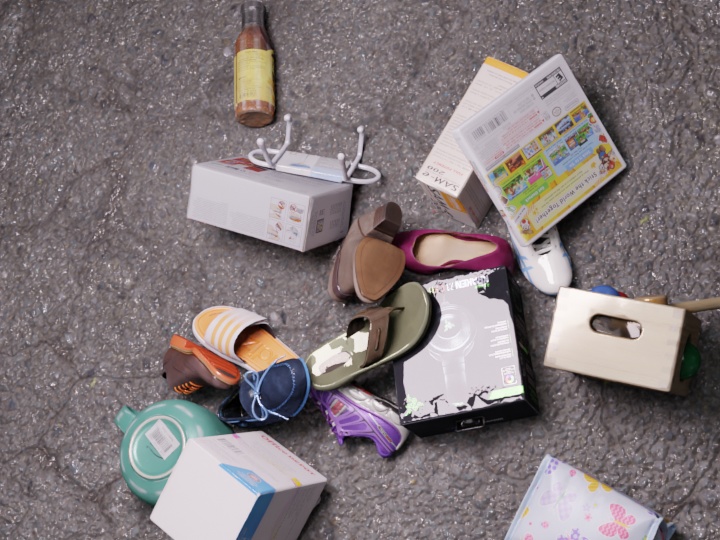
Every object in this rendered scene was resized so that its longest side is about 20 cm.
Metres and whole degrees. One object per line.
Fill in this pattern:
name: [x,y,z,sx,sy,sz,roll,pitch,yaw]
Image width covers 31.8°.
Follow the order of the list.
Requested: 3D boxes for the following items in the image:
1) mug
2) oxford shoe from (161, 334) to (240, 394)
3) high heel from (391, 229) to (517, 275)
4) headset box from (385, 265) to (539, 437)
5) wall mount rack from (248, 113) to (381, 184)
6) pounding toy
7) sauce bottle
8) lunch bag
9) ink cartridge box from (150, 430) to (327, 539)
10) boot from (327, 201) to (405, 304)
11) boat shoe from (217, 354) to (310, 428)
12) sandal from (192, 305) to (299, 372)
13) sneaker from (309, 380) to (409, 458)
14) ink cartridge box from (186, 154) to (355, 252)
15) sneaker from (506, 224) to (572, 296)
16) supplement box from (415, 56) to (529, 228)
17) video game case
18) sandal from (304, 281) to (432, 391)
mug: [-0.272,0.258,1.762,0.184,0.114,0.153,-4,70,18]
oxford shoe: [-0.227,0.148,1.777,0.073,0.071,0.200,-62,25,-5]
high heel: [0.116,-0.035,1.737,0.199,0.096,0.068,6,74,22]
headset box: [0.134,0.116,1.679,0.173,0.093,0.201,-12,68,16]
wall mount rack: [-0.070,-0.168,1.806,0.199,0.174,0.075,10,115,7]
pounding toy: [0.357,0.075,1.578,0.199,0.184,0.143,10,87,23]
sauce bottle: [-0.164,-0.323,1.961,0.066,0.066,0.201,-7,70,17]
lunch bag: [0.261,0.353,1.532,0.169,0.127,0.201,28,89,28]
ink cartridge box: [-0.151,0.301,1.668,0.128,0.200,0.126,33,102,26]
boot: [0.000,0.000,1.733,0.070,0.146,0.201,31,46,-12]
boat shoe: [-0.133,0.178,1.708,0.200,0.068,0.085,-46,52,49]
sandal: [-0.151,0.099,1.797,0.206,0.059,0.079,30,61,23]
sneaker: [-0.029,0.187,1.716,0.199,0.081,0.084,30,93,18]
ink cartridge box: [-0.119,-0.103,1.838,0.199,0.175,0.084,16,108,24]
sneaker: [0.234,-0.059,1.718,0.071,0.072,0.201,-21,67,10]
supplement box: [0.168,-0.175,1.753,0.073,0.126,0.201,27,81,25]
video game case: [0.241,-0.161,1.685,0.200,0.023,0.183,-37,101,-22]
sandal: [0.009,0.089,1.652,0.201,0.057,0.080,-36,62,4]
